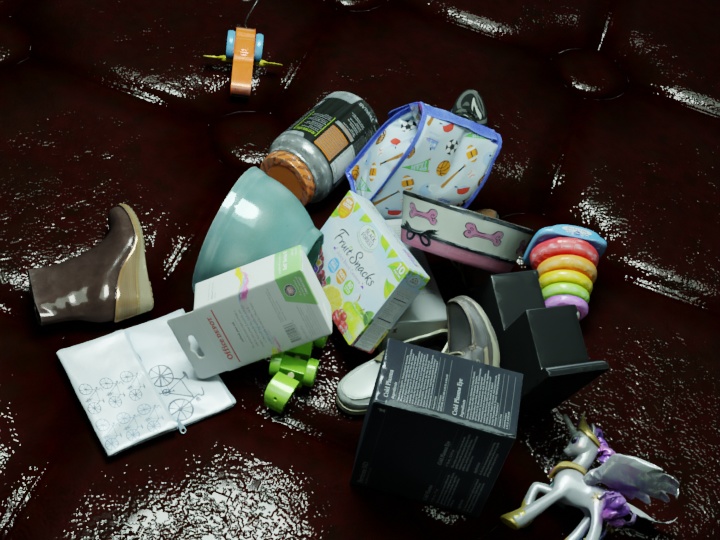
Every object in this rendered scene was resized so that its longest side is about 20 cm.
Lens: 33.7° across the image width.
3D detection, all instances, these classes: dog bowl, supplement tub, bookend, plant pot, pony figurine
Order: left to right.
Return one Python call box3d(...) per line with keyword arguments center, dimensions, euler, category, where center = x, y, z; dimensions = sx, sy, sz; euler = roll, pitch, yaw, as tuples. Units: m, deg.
box3d(center=(-0.134, -0.027, 1.697), dimensions=(0.133, 0.201, 0.201), euler=(27, 48, 6), category="plant pot")
box3d(center=(-0.065, -0.190, 1.905), dimensions=(0.122, 0.123, 0.200), euler=(32, 49, 16), category="supplement tub")
box3d(center=(0.145, -0.053, 1.718), dimensions=(0.198, 0.075, 0.200), euler=(17, 4, -1), category="dog bowl")
box3d(center=(0.238, 0.078, 1.649), dimensions=(0.091, 0.199, 0.202), euler=(-6, 69, -17), category="bookend")
box3d(center=(0.307, 0.298, 1.556), dimensions=(0.192, 0.167, 0.200), euler=(29, 64, 24), category="pony figurine")

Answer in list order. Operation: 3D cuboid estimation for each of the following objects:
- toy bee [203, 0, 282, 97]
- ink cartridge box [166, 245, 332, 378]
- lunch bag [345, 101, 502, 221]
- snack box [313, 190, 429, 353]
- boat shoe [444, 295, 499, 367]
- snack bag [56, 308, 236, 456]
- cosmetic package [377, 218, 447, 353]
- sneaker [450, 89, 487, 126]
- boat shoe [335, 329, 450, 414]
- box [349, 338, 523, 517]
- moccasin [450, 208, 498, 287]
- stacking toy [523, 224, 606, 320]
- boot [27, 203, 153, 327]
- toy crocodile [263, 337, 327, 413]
box3d(center=(-0.195, -0.382, 2.076), dimensions=(0.130, 0.109, 0.202), euler=(25, 73, 0), category="toy bee")
box3d(center=(-0.150, 0.058, 1.612), dimensions=(0.198, 0.118, 0.068), euler=(-20, 32, 8), category="ink cartridge box")
box3d(center=(0.100, -0.165, 1.836), dimensions=(0.169, 0.200, 0.125), euler=(15, 43, -33), category="lunch bag")
box3d(center=(0.000, 0.000, 1.712), dimensions=(0.053, 0.143, 0.200), euler=(25, 20, -42), category="snack box")
box3d(center=(0.149, 0.135, 1.645), dimensions=(0.073, 0.074, 0.202), euler=(-9, 82, -32), category="boat shoe")
box3d(center=(-0.289, 0.148, 1.622), dimensions=(0.198, 0.022, 0.189), euler=(-18, 55, -26), category="snack bag")
box3d(center=(0.052, 0.020, 1.778), dimensions=(0.100, 0.072, 0.201), euler=(-5, 50, -18), category="cosmetic package")
box3d(center=(0.182, -0.244, 2.036), dimensions=(0.070, 0.083, 0.201), euler=(18, 47, 3), category="sneaker")
box3d(center=(0.051, 0.135, 1.678), dimensions=(0.199, 0.069, 0.075), euler=(-24, 58, -30), category="boat shoe")
box3d(center=(0.095, 0.205, 1.537), dimensions=(0.180, 0.201, 0.105), euler=(14, 48, -1), category="box")
box3d(center=(0.177, -0.018, 1.843), dimensions=(0.077, 0.074, 0.203), euler=(0, 51, 6), category="moccasin")
box3d(center=(0.310, 0.041, 1.814), dimensions=(0.115, 0.110, 0.202), euler=(11, 58, -6), category="stacking toy")
box3d(center=(-0.392, -0.012, 1.704), dimensions=(0.164, 0.073, 0.201), euler=(-5, 54, -20), category="boot")
box3d(center=(-0.087, 0.115, 1.677), dimensions=(0.067, 0.062, 0.201), euler=(15, 43, 1), category="toy crocodile")
